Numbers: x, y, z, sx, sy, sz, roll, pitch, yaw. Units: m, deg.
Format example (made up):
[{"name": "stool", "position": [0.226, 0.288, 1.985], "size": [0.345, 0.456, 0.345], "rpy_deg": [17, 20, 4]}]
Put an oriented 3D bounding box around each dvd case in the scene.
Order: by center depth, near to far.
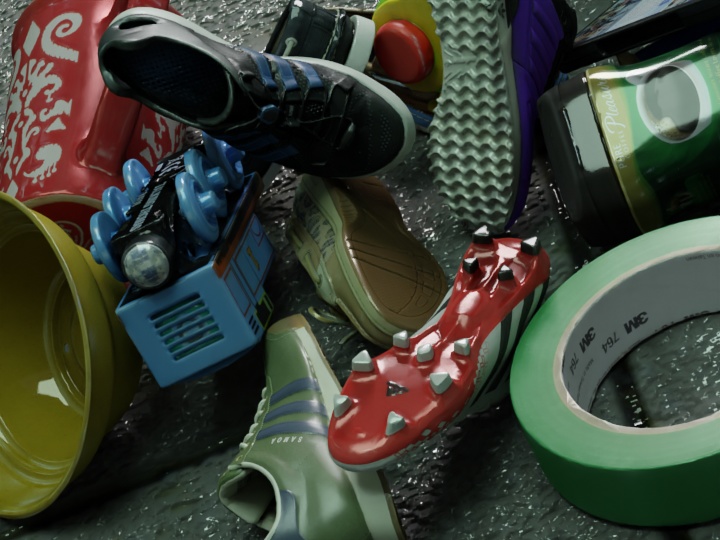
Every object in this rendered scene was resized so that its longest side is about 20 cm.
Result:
[{"name": "dvd case", "position": [0.217, -0.182, 1.773], "size": [0.143, 0.018, 0.200], "rpy_deg": [-40, 12, -26]}]

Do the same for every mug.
[{"name": "mug", "position": [-0.183, -0.094, 1.906], "size": [0.133, 0.178, 0.200], "rpy_deg": [-2, 45, 7]}]

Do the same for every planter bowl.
[{"name": "planter bowl", "position": [-0.191, 0.047, 1.766], "size": [0.083, 0.201, 0.200], "rpy_deg": [-7, 19, -40]}]

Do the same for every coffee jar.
[{"name": "coffee jar", "position": [0.208, -0.090, 1.705], "size": [0.200, 0.085, 0.104], "rpy_deg": [-19, 64, 10]}]

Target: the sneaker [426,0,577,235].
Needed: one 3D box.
[{"name": "sneaker", "position": [0.096, -0.124, 1.776], "size": [0.070, 0.200, 0.099], "rpy_deg": [9, 16, 43]}]

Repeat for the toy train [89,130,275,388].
[{"name": "toy train", "position": [-0.102, -0.012, 1.762], "size": [0.087, 0.114, 0.200], "rpy_deg": [-24, 15, 13]}]

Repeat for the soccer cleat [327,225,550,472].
[{"name": "soccer cleat", "position": [0.050, 0.059, 1.625], "size": [0.069, 0.085, 0.200], "rpy_deg": [14, 45, 29]}]

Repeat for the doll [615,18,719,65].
[{"name": "doll", "position": [0.259, -0.158, 1.800], "size": [0.200, 0.048, 0.137], "rpy_deg": [-25, 36, 3]}]

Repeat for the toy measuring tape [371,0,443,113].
[{"name": "toy measuring tape", "position": [0.030, -0.182, 1.802], "size": [0.073, 0.200, 0.074], "rpy_deg": [-15, 23, 7]}]

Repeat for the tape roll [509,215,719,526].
[{"name": "tape roll", "position": [0.183, 0.052, 1.586], "size": [0.200, 0.048, 0.201], "rpy_deg": [-18, 37, 14]}]

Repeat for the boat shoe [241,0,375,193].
[{"name": "boat shoe", "position": [-0.060, -0.109, 1.850], "size": [0.200, 0.060, 0.076], "rpy_deg": [-50, 24, 44]}]

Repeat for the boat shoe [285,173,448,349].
[{"name": "boat shoe", "position": [0.000, 0.000, 1.763], "size": [0.063, 0.073, 0.200], "rpy_deg": [-59, 24, 20]}]

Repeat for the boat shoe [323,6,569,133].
[{"name": "boat shoe", "position": [0.042, -0.137, 1.892], "size": [0.200, 0.072, 0.072], "rpy_deg": [5, 46, 36]}]

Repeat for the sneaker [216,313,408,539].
[{"name": "sneaker", "position": [-0.044, 0.102, 1.650], "size": [0.090, 0.067, 0.200], "rpy_deg": [-23, 38, -4]}]

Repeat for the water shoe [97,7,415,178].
[{"name": "water shoe", "position": [-0.066, -0.096, 1.743], "size": [0.200, 0.072, 0.079], "rpy_deg": [18, 20, -3]}]
